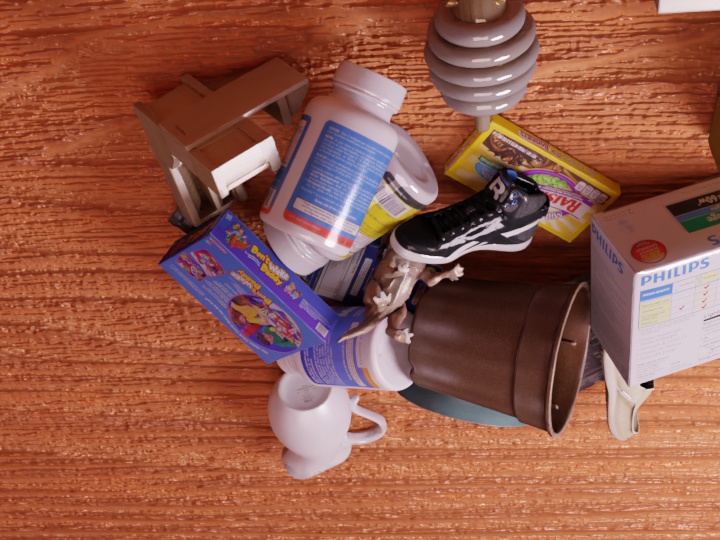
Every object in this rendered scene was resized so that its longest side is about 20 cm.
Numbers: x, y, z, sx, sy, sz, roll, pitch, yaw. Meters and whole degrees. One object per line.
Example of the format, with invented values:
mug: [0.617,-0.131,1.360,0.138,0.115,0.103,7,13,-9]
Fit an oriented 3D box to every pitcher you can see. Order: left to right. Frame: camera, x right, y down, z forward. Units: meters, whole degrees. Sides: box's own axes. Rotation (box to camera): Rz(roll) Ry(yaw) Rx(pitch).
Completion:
pitcher: [-0.048,0.219,1.726,0.171,0.121,0.200,-17,143,-7]

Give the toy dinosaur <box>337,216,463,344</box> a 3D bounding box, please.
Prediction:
toy dinosaur: [0.039,0.012,1.459,0.086,0.136,0.200,34,90,-27]

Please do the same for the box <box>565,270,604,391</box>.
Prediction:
box: [0.290,0.099,1.618,0.200,0.048,0.158,-30,123,28]

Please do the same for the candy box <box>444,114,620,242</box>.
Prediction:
candy box: [0.214,-0.113,1.443,0.200,0.026,0.102,26,133,-18]

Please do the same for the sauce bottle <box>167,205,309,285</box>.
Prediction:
sauce bottle: [-0.161,-0.021,1.519,0.200,0.066,0.066,41,126,-8]

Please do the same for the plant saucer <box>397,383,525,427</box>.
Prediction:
plant saucer: [0.149,0.168,1.623,0.200,0.200,0.036,11,100,-6]

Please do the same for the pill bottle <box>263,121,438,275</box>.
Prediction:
pill bottle: [-0.015,-0.084,1.417,0.200,0.114,0.114,-32,123,23]

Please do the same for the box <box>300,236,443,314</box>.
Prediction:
box: [0.000,0.000,1.561,0.200,0.032,0.121,17,132,-9]

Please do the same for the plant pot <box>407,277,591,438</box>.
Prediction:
plant pot: [0.178,0.098,1.496,0.198,0.200,0.200,10,136,22]

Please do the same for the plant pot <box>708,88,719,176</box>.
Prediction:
plant pot: [0.497,-0.184,1.248,0.194,0.196,0.200,-2,126,6]

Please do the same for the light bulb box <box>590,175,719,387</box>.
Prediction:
light bulb box: [0.398,0.012,1.438,0.198,0.125,0.200,-17,132,-8]

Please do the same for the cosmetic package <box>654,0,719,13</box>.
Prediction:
cosmetic package: [0.399,-0.328,1.176,0.200,0.103,0.087,-2,134,5]

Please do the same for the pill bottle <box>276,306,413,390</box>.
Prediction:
pill bottle: [-0.021,0.104,1.574,0.200,0.112,0.112,-1,139,42]

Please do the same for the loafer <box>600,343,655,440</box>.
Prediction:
loafer: [0.368,0.159,1.582,0.068,0.076,0.200,-4,133,16]

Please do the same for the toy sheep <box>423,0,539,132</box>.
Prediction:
toy sheep: [0.132,-0.237,1.261,0.138,0.138,0.200,-6,132,10]

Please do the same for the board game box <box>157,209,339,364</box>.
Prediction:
board game box: [-0.142,0.025,1.462,0.200,0.045,0.134,45,142,-18]

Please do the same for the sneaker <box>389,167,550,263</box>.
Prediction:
sneaker: [0.135,-0.075,1.394,0.200,0.073,0.112,-8,141,-28]

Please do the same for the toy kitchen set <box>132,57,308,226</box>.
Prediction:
toy kitchen set: [-0.129,-0.133,1.366,0.163,0.200,0.181,-33,133,-17]

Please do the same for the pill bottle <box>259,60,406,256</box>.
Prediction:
pill bottle: [-0.025,-0.127,1.297,0.112,0.112,0.200,24,93,-17]
